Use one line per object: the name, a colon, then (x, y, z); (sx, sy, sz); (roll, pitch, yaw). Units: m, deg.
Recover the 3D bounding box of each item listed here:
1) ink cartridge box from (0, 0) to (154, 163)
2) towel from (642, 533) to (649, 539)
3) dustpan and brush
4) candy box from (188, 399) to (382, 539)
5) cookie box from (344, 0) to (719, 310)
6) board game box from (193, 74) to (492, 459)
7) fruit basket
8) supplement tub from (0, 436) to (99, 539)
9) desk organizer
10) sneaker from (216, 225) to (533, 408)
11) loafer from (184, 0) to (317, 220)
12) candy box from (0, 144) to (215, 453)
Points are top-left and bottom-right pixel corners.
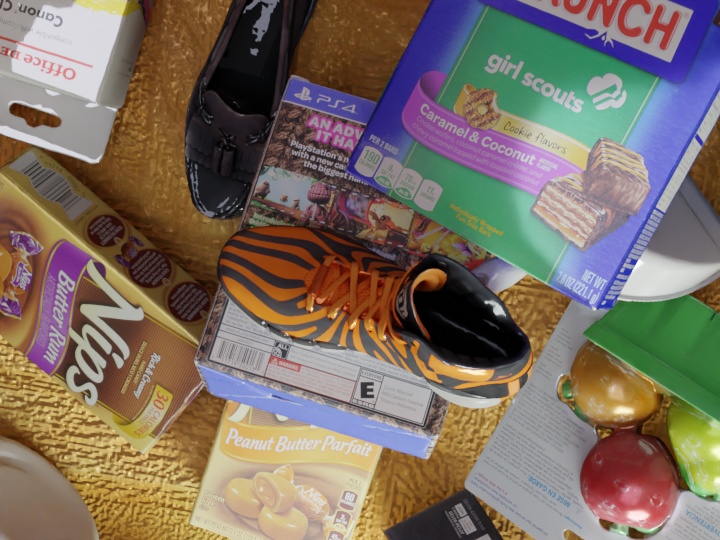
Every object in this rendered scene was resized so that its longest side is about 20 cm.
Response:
ink cartridge box: (-0.204, -0.182, 1.020); (0.116, 0.067, 0.201); (17, 94, 4)
towel: (0.248, 0.280, 1.067); (0.165, 0.086, 0.201); (23, 105, 3)
dustpan and brush: (0.139, -0.026, 0.961); (0.140, 0.200, 0.057); (56, 132, 13)
candy box: (-0.037, 0.104, 1.083); (0.115, 0.055, 0.201); (19, 104, 4)
cookie box: (0.114, -0.104, 0.870); (0.171, 0.075, 0.201); (29, 97, 13)
board game box: (0.000, 0.000, 0.989); (0.159, 0.097, 0.201); (17, 75, 3)
fruit basket: (0.193, 0.112, 1.017); (0.185, 0.094, 0.201); (32, 102, 23)
supplement tub: (-0.302, 0.232, 1.105); (0.144, 0.144, 0.200); (44, 105, -3)
desk organizer: (0.095, 0.261, 1.055); (0.071, 0.077, 0.200); (-25, 56, -13)
sneaker: (0.010, 0.012, 0.878); (0.199, 0.112, 0.078); (19, 75, 4)
loafer: (-0.081, -0.127, 1.033); (0.072, 0.063, 0.201); (19, 105, 4)
candy box: (-0.191, 0.022, 1.071); (0.200, 0.057, 0.117); (39, 123, -2)
